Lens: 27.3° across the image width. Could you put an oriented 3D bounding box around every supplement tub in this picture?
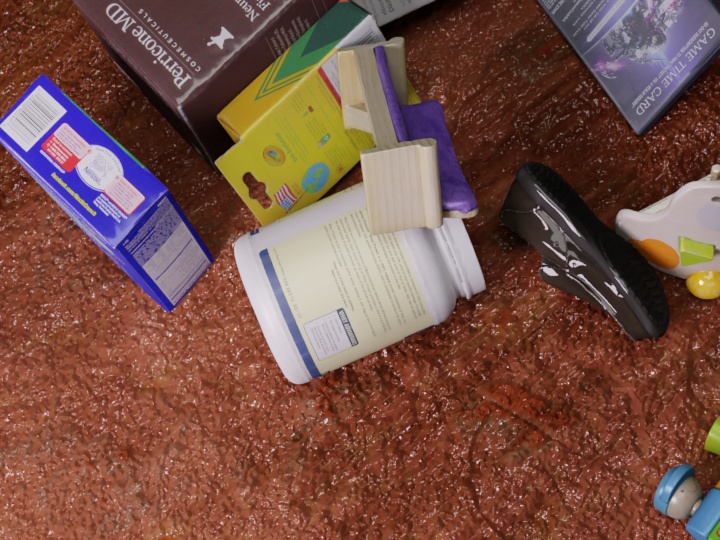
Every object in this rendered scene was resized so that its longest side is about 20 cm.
[{"bbox_3d":[0.000,0.000,1.343,0.198,0.145,0.147,-23,71,0],"label":"supplement tub"}]

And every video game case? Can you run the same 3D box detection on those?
[{"bbox_3d":[0.251,-0.252,1.402,0.019,0.143,0.201,-15,64,-45],"label":"video game case"}]

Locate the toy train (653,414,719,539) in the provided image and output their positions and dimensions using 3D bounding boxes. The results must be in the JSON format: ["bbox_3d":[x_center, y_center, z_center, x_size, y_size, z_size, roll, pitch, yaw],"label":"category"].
[{"bbox_3d":[0.351,0.159,1.284,0.115,0.085,0.201,33,80,30],"label":"toy train"}]

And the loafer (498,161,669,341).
[{"bbox_3d":[0.203,-0.008,1.364,0.201,0.073,0.071,51,122,15],"label":"loafer"}]

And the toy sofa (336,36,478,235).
[{"bbox_3d":[0.038,-0.122,1.292,0.096,0.084,0.201,-9,35,-2],"label":"toy sofa"}]

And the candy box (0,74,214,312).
[{"bbox_3d":[-0.231,-0.066,1.367,0.169,0.200,0.077,42,81,16],"label":"candy box"}]

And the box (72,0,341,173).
[{"bbox_3d":[-0.132,-0.240,1.425,0.200,0.164,0.166,-44,72,-6],"label":"box"}]

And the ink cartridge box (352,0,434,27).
[{"bbox_3d":[0.060,-0.345,1.434,0.198,0.147,0.085,-26,29,0],"label":"ink cartridge box"}]

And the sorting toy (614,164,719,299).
[{"bbox_3d":[0.334,-0.068,1.297,0.198,0.180,0.108,-28,71,-1],"label":"sorting toy"}]

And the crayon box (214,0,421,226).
[{"bbox_3d":[-0.048,-0.142,1.400,0.200,0.127,0.051,-43,47,-7],"label":"crayon box"}]
